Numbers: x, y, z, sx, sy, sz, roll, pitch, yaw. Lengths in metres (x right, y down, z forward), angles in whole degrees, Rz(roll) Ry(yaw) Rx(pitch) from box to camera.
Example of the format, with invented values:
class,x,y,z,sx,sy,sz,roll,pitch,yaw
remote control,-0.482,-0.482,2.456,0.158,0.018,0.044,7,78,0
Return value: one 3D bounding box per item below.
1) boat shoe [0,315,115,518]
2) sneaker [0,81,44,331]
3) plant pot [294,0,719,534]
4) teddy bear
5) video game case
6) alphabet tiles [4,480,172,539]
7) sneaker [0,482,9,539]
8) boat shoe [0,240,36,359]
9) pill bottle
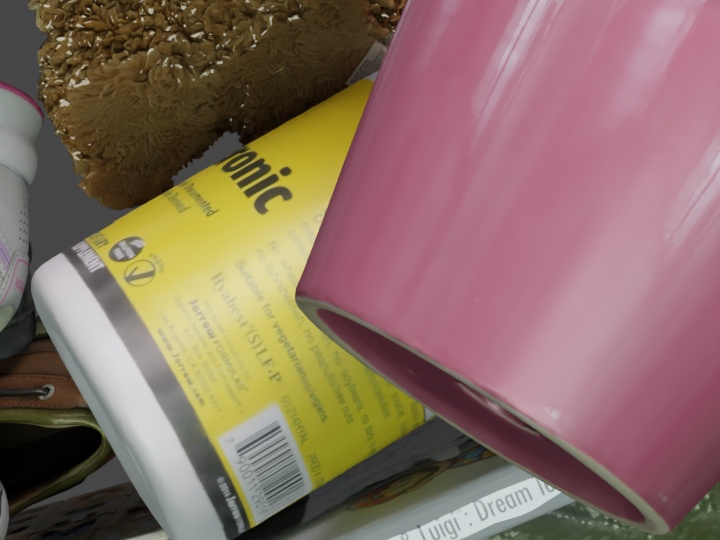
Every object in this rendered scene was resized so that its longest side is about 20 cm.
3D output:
class,x,y,z,sx,sy,sz,roll,pitch,yaw
boat shoe,-0.179,0.073,1.039,0.199,0.068,0.072,-24,116,12
sneaker,-0.201,-0.004,0.922,0.199,0.081,0.089,-10,77,2
plant pot,0.081,-0.032,0.790,0.200,0.200,0.179,35,82,-16
teddy bear,-0.016,-0.091,0.967,0.199,0.067,0.145,-31,124,9
video game case,0.023,0.071,0.968,0.181,0.200,0.024,-24,96,11
alphabet tiles,-0.124,0.103,1.003,0.199,0.167,0.008,-16,95,8
sneaker,-0.215,0.069,0.990,0.199,0.076,0.076,13,78,16
boat shoe,-0.219,0.012,1.005,0.200,0.074,0.063,-5,117,3
pill bottle,0.000,0.000,0.916,0.199,0.111,0.112,-30,115,-10
